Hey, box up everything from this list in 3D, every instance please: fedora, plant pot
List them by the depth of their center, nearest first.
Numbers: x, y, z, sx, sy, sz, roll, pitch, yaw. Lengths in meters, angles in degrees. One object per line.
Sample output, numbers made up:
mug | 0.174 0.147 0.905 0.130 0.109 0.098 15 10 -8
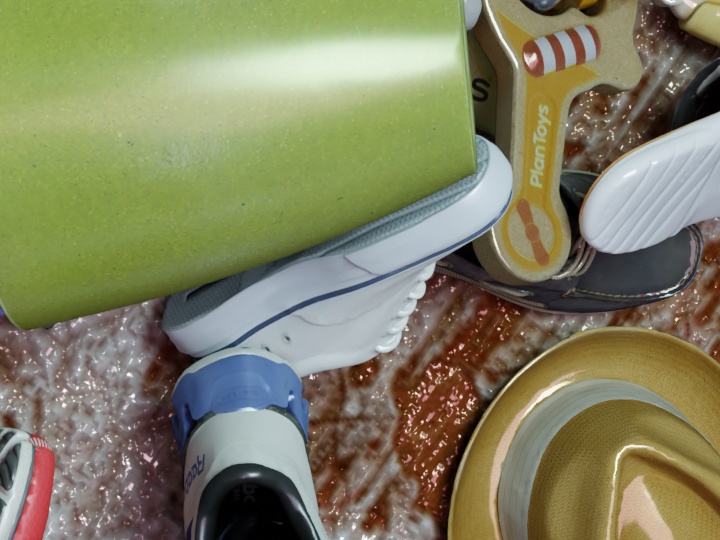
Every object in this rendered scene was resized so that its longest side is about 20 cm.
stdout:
plant pot | -0.053 -0.079 0.987 0.198 0.187 0.189 -6 101 4
fedora | 0.142 0.130 1.176 0.199 0.082 0.203 -3 99 -19

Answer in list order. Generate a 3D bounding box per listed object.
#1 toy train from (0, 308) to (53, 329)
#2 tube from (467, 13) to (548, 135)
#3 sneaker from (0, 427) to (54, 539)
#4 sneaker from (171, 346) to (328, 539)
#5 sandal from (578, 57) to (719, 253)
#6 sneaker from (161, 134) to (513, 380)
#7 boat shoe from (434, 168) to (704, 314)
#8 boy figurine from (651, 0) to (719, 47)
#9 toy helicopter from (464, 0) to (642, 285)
toy train | -0.187 -0.061 1.056 0.046 0.034 0.201 -24 106 -10
tube | 0.018 -0.116 1.114 0.199 0.052 0.058 17 123 -27
sneaker | -0.163 0.168 1.091 0.084 0.077 0.202 4 104 -31
sneaker | -0.047 0.148 1.071 0.080 0.115 0.201 -9 123 1
sandal | 0.167 -0.067 1.116 0.206 0.059 0.080 -17 140 -40
sneaker | 0.000 0.000 1.071 0.071 0.199 0.073 42 43 -28
boat shoe | 0.082 -0.015 1.137 0.198 0.073 0.075 8 96 -20
boy figurine | 0.203 -0.161 1.162 0.200 0.064 0.125 43 83 -21
toy helicopter | 0.073 -0.094 1.076 0.131 0.079 0.202 15 72 -31
